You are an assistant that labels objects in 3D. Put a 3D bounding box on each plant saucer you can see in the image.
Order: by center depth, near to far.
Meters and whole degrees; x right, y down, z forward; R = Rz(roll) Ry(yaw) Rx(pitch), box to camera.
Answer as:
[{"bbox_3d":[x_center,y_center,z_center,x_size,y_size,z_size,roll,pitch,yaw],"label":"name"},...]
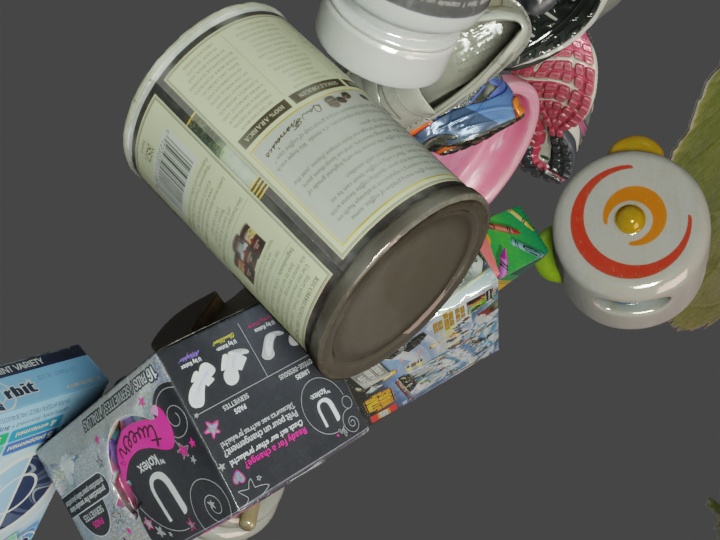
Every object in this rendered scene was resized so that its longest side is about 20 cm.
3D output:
[{"bbox_3d":[0.074,-0.097,1.163,0.200,0.051,0.201,-38,157,-19],"label":"plant saucer"}]

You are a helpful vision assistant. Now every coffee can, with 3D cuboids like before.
[{"bbox_3d":[-0.036,-0.053,0.838,0.146,0.200,0.147,-37,157,-19],"label":"coffee can"}]

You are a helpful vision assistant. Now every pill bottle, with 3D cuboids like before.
[{"bbox_3d":[0.045,-0.221,0.816,0.112,0.113,0.201,-24,148,-43],"label":"pill bottle"}]

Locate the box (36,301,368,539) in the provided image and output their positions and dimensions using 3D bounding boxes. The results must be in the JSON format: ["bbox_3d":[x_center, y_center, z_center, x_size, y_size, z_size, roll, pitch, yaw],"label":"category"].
[{"bbox_3d":[-0.113,0.119,0.904,0.131,0.116,0.200,-26,173,-43],"label":"box"}]

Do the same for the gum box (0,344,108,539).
[{"bbox_3d":[-0.287,0.156,0.942,0.169,0.045,0.201,-15,142,-53],"label":"gum box"}]

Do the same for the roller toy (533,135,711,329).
[{"bbox_3d":[0.315,-0.038,1.519,0.200,0.182,0.140,-43,157,-6],"label":"roller toy"}]

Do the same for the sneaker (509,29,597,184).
[{"bbox_3d":[0.181,-0.166,1.222,0.201,0.080,0.075,90,23,-62],"label":"sneaker"}]

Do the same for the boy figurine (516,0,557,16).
[{"bbox_3d":[0.102,-0.247,0.946,0.124,0.065,0.200,-41,160,-4],"label":"boy figurine"}]

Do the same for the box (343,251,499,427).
[{"bbox_3d":[0.044,0.057,1.049,0.136,0.040,0.200,-30,161,-5],"label":"box"}]

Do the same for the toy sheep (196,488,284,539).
[{"bbox_3d":[-0.126,0.181,1.162,0.137,0.139,0.200,-22,161,-45],"label":"toy sheep"}]

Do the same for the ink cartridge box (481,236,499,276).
[{"bbox_3d":[0.000,0.000,1.086,0.198,0.068,0.117,5,143,-33],"label":"ink cartridge box"}]

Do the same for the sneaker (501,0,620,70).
[{"bbox_3d":[0.182,-0.231,1.108,0.200,0.074,0.080,-41,163,-14],"label":"sneaker"}]

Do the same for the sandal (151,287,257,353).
[{"bbox_3d":[-0.068,0.044,0.985,0.210,0.070,0.078,-22,-154,42],"label":"sandal"}]

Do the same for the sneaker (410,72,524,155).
[{"bbox_3d":[0.028,-0.117,1.027,0.198,0.079,0.075,-22,178,-17],"label":"sneaker"}]

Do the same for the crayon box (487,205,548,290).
[{"bbox_3d":[0.072,0.023,1.263,0.199,0.059,0.118,-39,171,38],"label":"crayon box"}]

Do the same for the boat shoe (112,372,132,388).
[{"bbox_3d":[-0.115,0.077,1.099,0.199,0.062,0.075,-30,155,-30],"label":"boat shoe"}]

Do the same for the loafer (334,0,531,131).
[{"bbox_3d":[0.031,-0.136,0.939,0.198,0.070,0.070,-32,-168,7],"label":"loafer"}]
